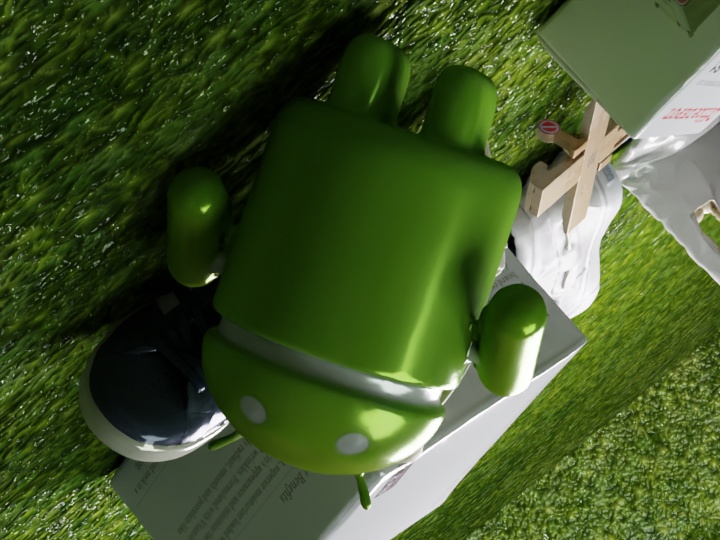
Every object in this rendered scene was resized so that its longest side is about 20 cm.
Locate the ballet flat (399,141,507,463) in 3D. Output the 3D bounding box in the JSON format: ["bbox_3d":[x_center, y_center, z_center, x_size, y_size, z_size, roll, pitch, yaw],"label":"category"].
[{"bbox_3d":[0.039,0.007,1.045,0.069,0.069,0.201,60,50,-76],"label":"ballet flat"}]

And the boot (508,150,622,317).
[{"bbox_3d":[0.115,-0.010,1.395,0.095,0.074,0.200,-30,155,-18],"label":"boot"}]

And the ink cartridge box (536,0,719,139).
[{"bbox_3d":[0.207,-0.167,1.090,0.200,0.085,0.144,-45,166,21],"label":"ink cartridge box"}]

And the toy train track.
[{"bbox_3d":[0.158,-0.098,1.288,0.200,0.032,0.115,-39,150,-37],"label":"toy train track"}]

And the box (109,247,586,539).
[{"bbox_3d":[-0.009,0.083,1.187,0.200,0.131,0.199,-28,162,-43],"label":"box"}]

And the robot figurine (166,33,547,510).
[{"bbox_3d":[0.000,0.000,0.896,0.116,0.175,0.201,-17,126,-82],"label":"robot figurine"}]

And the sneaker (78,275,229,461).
[{"bbox_3d":[-0.057,0.016,0.977,0.200,0.075,0.085,-41,173,-47],"label":"sneaker"}]

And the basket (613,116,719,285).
[{"bbox_3d":[0.328,-0.092,1.435,0.161,0.198,0.200,-35,166,-39],"label":"basket"}]
